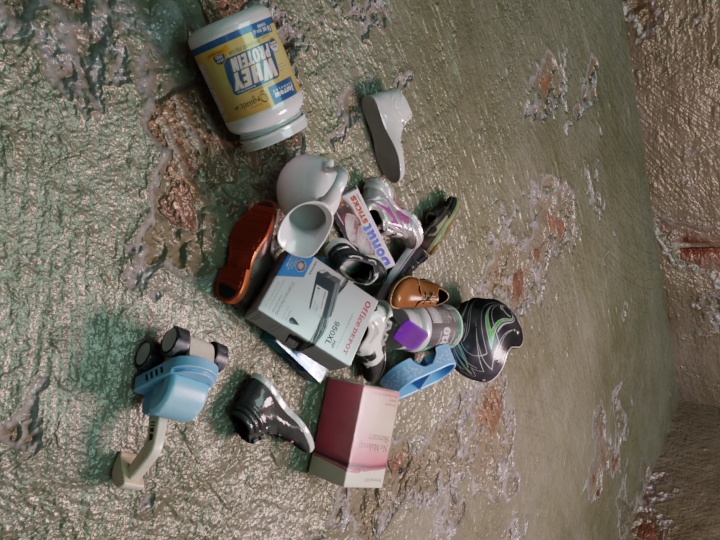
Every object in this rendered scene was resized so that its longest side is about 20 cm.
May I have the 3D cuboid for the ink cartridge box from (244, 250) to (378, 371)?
[{"bbox_3d":[-0.086,0.070,1.039,0.199,0.084,0.146,34,63,-16],"label":"ink cartridge box"}]

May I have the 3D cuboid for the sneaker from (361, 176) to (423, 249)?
[{"bbox_3d":[0.060,-0.109,1.267,0.200,0.081,0.089,44,64,-24],"label":"sneaker"}]

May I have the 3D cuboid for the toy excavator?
[{"bbox_3d":[-0.301,0.212,0.865,0.100,0.193,0.202,33,40,-42],"label":"toy excavator"}]

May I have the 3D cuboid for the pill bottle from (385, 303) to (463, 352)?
[{"bbox_3d":[0.145,0.134,1.340,0.199,0.112,0.115,4,88,-46],"label":"pill bottle"}]

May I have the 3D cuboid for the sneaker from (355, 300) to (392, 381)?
[{"bbox_3d":[0.008,0.159,1.209,0.088,0.074,0.202,-15,124,-32],"label":"sneaker"}]

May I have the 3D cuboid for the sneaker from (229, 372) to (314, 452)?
[{"bbox_3d":[-0.168,0.293,1.049,0.099,0.070,0.201,-49,119,-31],"label":"sneaker"}]

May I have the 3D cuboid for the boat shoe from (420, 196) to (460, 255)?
[{"bbox_3d":[0.193,-0.126,1.413,0.064,0.073,0.201,33,49,-4],"label":"boat shoe"}]

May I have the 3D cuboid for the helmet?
[{"bbox_3d":[0.301,0.176,1.453,0.190,0.199,0.202,-26,110,-40],"label":"helmet"}]

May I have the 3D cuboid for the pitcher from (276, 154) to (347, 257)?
[{"bbox_3d":[-0.078,-0.144,1.013,0.121,0.172,0.201,32,29,-24],"label":"pitcher"}]

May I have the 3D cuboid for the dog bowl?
[{"bbox_3d":[0.140,0.238,1.320,0.198,0.050,0.112,-18,149,-30],"label":"dog bowl"}]

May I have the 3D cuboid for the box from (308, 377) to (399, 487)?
[{"bbox_3d":[-0.011,0.337,1.184,0.127,0.108,0.202,22,75,-45],"label":"box"}]

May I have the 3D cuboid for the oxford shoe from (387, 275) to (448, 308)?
[{"bbox_3d":[0.131,0.052,1.253,0.199,0.071,0.072,-6,110,-52],"label":"oxford shoe"}]

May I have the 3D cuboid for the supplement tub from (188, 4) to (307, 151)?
[{"bbox_3d":[-0.182,-0.318,0.950,0.145,0.144,0.201,-43,120,-37],"label":"supplement tub"}]

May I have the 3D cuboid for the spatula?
[{"bbox_3d":[0.056,0.097,1.231,0.057,0.200,0.021,-52,174,12],"label":"spatula"}]

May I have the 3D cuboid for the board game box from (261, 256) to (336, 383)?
[{"bbox_3d":[-0.089,0.098,1.137,0.151,0.047,0.201,50,57,-36],"label":"board game box"}]

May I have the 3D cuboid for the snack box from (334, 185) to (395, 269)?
[{"bbox_3d":[0.003,-0.079,1.214,0.201,0.071,0.024,61,7,-28],"label":"snack box"}]

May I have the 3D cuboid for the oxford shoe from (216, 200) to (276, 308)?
[{"bbox_3d":[-0.194,-0.029,1.018,0.202,0.071,0.073,-69,153,-13],"label":"oxford shoe"}]

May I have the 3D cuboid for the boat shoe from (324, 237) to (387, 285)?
[{"bbox_3d":[0.000,0.000,1.170,0.076,0.061,0.199,-45,143,17],"label":"boat shoe"}]

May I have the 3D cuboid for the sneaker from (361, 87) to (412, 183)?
[{"bbox_3d":[0.083,-0.310,1.285,0.115,0.073,0.202,-32,113,-38],"label":"sneaker"}]

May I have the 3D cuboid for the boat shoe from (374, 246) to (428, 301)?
[{"bbox_3d":[0.098,0.017,1.307,0.066,0.070,0.200,34,51,4],"label":"boat shoe"}]
